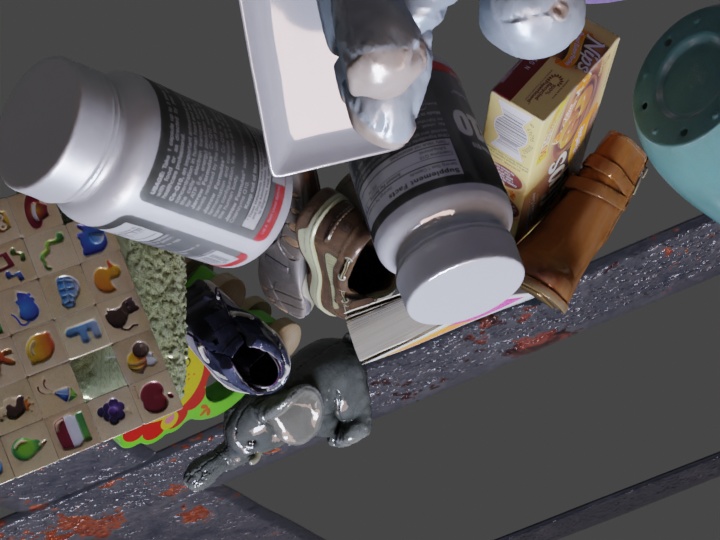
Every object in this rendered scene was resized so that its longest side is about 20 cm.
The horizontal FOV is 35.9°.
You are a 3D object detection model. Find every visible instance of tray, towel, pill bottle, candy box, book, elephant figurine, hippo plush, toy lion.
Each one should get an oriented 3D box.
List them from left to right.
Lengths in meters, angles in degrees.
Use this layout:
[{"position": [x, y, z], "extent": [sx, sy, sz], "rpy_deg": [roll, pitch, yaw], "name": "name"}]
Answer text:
[{"position": [-0.204, 0.013, 0.896], "extent": [0.148, 0.201, 0.036], "rpy_deg": [5, 167, -37], "name": "towel"}, {"position": [-0.156, -0.079, 0.827], "extent": [0.114, 0.114, 0.200], "rpy_deg": [-35, 146, 27], "name": "pill bottle"}, {"position": [-0.168, 0.090, 1.076], "extent": [0.192, 0.069, 0.200], "rpy_deg": [-54, 148, -4], "name": "toy lion"}, {"position": [-0.089, 0.149, 1.231], "extent": [0.200, 0.156, 0.141], "rpy_deg": [-3, 170, -41], "name": "elephant figurine"}, {"position": [-0.029, -0.167, 0.792], "extent": [0.107, 0.022, 0.200], "rpy_deg": [-13, 125, -8], "name": "tray"}, {"position": [0.055, -0.066, 0.894], "extent": [0.114, 0.200, 0.114], "rpy_deg": [-14, 151, -8], "name": "pill bottle"}, {"position": [0.053, -0.187, 0.698], "extent": [0.160, 0.201, 0.159], "rpy_deg": [-14, 175, -2], "name": "hippo plush"}, {"position": [0.087, 0.035, 1.034], "extent": [0.133, 0.048, 0.200], "rpy_deg": [-23, 172, 21], "name": "book"}, {"position": [0.154, -0.113, 0.965], "extent": [0.115, 0.055, 0.200], "rpy_deg": [-46, 160, -24], "name": "candy box"}]

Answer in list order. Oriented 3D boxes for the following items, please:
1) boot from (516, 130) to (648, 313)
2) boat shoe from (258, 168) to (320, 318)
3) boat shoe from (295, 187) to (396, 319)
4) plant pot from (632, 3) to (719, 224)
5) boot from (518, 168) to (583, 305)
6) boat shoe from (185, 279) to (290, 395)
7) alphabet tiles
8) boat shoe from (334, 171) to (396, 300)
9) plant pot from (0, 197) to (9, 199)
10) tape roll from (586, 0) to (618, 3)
[{"position": [0.191, -0.050, 0.971], "extent": [0.155, 0.074, 0.200], "rpy_deg": [-57, 175, 15], "name": "boot"}, {"position": [-0.056, -0.042, 1.019], "extent": [0.072, 0.076, 0.200], "rpy_deg": [-42, 156, -30], "name": "boat shoe"}, {"position": [-0.004, 0.005, 0.994], "extent": [0.075, 0.075, 0.202], "rpy_deg": [-53, 158, -11], "name": "boat shoe"}, {"position": [0.331, -0.135, 0.950], "extent": [0.161, 0.201, 0.201], "rpy_deg": [19, 135, -31], "name": "plant pot"}, {"position": [0.152, -0.015, 1.157], "extent": [0.200, 0.077, 0.168], "rpy_deg": [-17, 147, -14], "name": "boot"}, {"position": [-0.099, 0.088, 1.020], "extent": [0.075, 0.093, 0.200], "rpy_deg": [-46, 148, -2], "name": "boat shoe"}, {"position": [-0.247, 0.043, 0.837], "extent": [0.167, 0.201, 0.008], "rpy_deg": [-21, 178, -20], "name": "alphabet tiles"}, {"position": [0.017, -0.045, 1.075], "extent": [0.063, 0.073, 0.200], "rpy_deg": [-53, 158, -30], "name": "boat shoe"}, {"position": [-0.303, 0.065, 0.942], "extent": [0.199, 0.174, 0.200], "rpy_deg": [-13, 150, -8], "name": "plant pot"}, {"position": [0.186, -0.277, 0.753], "extent": [0.199, 0.066, 0.200], "rpy_deg": [-13, 150, -8], "name": "tape roll"}]
